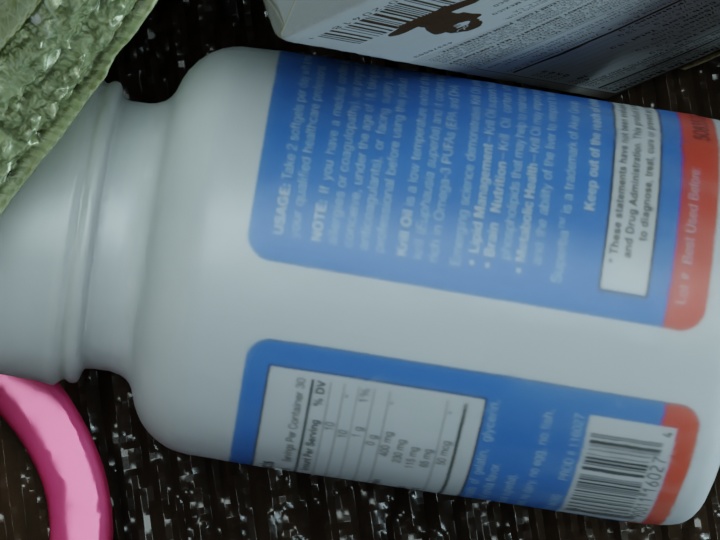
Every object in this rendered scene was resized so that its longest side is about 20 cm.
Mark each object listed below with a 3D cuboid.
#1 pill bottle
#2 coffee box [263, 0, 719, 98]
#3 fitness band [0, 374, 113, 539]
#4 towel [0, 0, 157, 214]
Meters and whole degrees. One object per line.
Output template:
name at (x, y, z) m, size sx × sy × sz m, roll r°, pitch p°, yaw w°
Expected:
pill bottle at (0.000, 0.000, 0.797) m, size 0.199 × 0.112 × 0.113 m, roll 10°, pitch 78°, yaw -2°
coffee box at (0.040, -0.116, 0.776) m, size 0.079 × 0.200 × 0.115 m, roll -23°, pitch 79°, yaw 26°
fitness band at (-0.160, 0.093, 0.813) m, size 0.200 × 0.037 × 0.144 m, roll -44°, pitch 82°, yaw -11°
towel at (-0.108, -0.062, 0.770) m, size 0.036 × 0.149 × 0.200 m, roll 29°, pitch 111°, yaw -26°
